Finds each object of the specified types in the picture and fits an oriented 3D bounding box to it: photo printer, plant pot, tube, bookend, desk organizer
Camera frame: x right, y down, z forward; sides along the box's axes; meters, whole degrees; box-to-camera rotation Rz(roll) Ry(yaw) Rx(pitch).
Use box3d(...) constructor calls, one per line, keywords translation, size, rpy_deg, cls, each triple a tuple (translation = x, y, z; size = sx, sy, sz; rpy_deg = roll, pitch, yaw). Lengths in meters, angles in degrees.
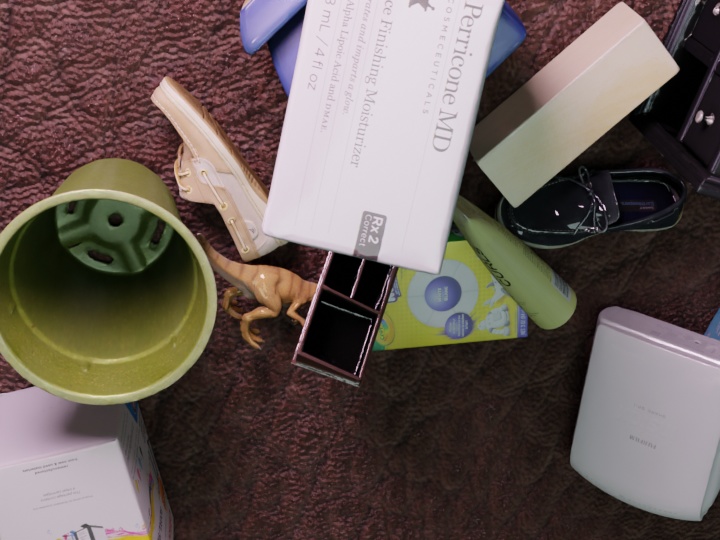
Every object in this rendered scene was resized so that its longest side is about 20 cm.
box3d(translation=(0.307, 0.157, 1.337), size=(0.165, 0.069, 0.203), rpy_deg=(21, 117, 26), cls="photo printer")
box3d(translation=(-0.230, -0.012, 1.166), size=(0.197, 0.190, 0.203), rpy_deg=(-3, 114, -6), cls="plant pot")
box3d(translation=(0.135, -0.015, 1.217), size=(0.057, 0.052, 0.200), rpy_deg=(-7, 143, 40), cls="tube")
box3d(translation=(0.349, -0.181, 1.154), size=(0.091, 0.201, 0.201), rpy_deg=(15, 113, -14), cls="bookend")
box3d(translation=(0.007, -0.214, 1.105), size=(0.200, 0.200, 0.180), rpy_deg=(-41, 106, 12), cls="plant pot")
box3d(translation=(0.000, 0.000, 1.204), size=(0.071, 0.077, 0.203), rpy_deg=(18, 80, -1), cls="desk organizer")

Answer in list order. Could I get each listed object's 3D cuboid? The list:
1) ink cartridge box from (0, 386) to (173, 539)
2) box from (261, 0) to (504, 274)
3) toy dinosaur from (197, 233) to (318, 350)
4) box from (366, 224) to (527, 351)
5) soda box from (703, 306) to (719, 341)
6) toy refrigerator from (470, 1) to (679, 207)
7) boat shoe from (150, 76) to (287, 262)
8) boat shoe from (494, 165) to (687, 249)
box3d(translation=(-0.281, 0.231, 1.295), size=(0.142, 0.148, 0.203), rpy_deg=(-13, 116, -1), cls="ink cartridge box")
box3d(translation=(0.019, -0.128, 0.927), size=(0.129, 0.200, 0.202), rpy_deg=(12, 106, 0), cls="box")
box3d(translation=(-0.101, 0.014, 1.251), size=(0.198, 0.061, 0.107), rpy_deg=(20, 124, -30), cls="toy dinosaur")
box3d(translation=(0.070, 0.016, 1.295), size=(0.197, 0.049, 0.119), rpy_deg=(-5, 114, -3), cls="box")
box3d(translation=(0.421, 0.051, 1.343), size=(0.067, 0.064, 0.202), rpy_deg=(19, 112, -15), cls="soda box")
box3d(translation=(0.199, -0.155, 1.216), size=(0.199, 0.076, 0.070), rpy_deg=(-40, 113, 11), cls="toy refrigerator")
box3d(translation=(-0.141, -0.088, 1.207), size=(0.069, 0.074, 0.201), rpy_deg=(-35, 114, 3), cls="boat shoe")
box3d(translation=(0.228, -0.066, 1.254), size=(0.197, 0.062, 0.076), rpy_deg=(-5, 72, -9), cls="boat shoe")
